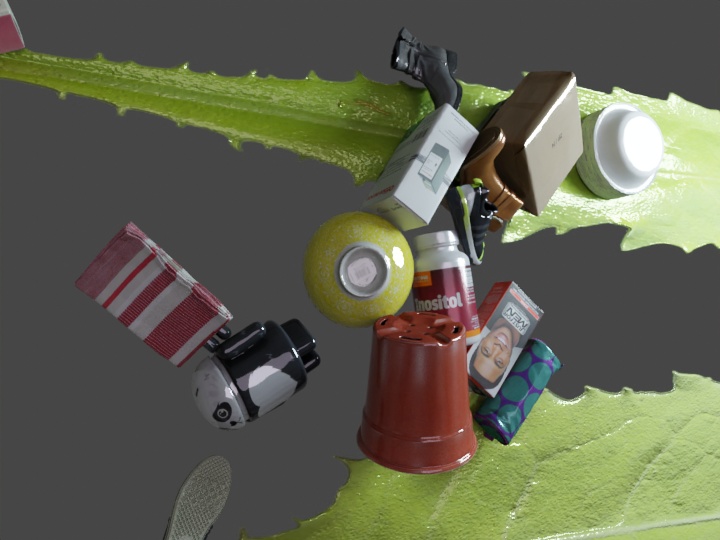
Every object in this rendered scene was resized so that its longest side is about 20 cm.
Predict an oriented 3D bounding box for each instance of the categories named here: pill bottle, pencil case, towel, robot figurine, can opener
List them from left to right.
[{"bbox_3d":[-0.304,0.044,0.815,0.144,0.023,0.200,-39,106,22],"label":"towel"},{"bbox_3d":[-0.282,0.047,0.846,0.200,0.067,0.053,43,72,-10],"label":"can opener"},{"bbox_3d":[-0.160,0.158,0.856,0.198,0.124,0.152,-29,97,-22],"label":"robot figurine"},{"bbox_3d":[0.148,0.035,1.002,0.111,0.113,0.203,-8,88,-23],"label":"pill bottle"},{"bbox_3d":[0.301,0.231,1.063,0.085,0.093,0.200,35,71,19],"label":"pencil case"}]

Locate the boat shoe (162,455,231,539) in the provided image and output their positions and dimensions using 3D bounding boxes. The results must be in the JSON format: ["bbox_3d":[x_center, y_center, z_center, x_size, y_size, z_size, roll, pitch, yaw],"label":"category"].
[{"bbox_3d":[-0.255,0.379,0.834,0.074,0.062,0.202,25,61,-14],"label":"boat shoe"}]

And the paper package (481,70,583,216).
[{"bbox_3d":[0.335,-0.242,1.069,0.201,0.103,0.191,-51,136,-20],"label":"paper package"}]

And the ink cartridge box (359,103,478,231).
[{"bbox_3d":[0.100,-0.172,0.982,0.084,0.146,0.202,35,74,-17],"label":"ink cartridge box"}]

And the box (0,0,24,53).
[{"bbox_3d":[-0.581,-0.351,0.734,0.198,0.109,0.129,-25,95,-22],"label":"box"}]

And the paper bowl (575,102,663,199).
[{"bbox_3d":[0.574,-0.263,1.210,0.198,0.104,0.204,2,86,-23],"label":"paper bowl"}]

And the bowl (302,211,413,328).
[{"bbox_3d":[0.000,0.000,0.917,0.197,0.108,0.204,0,92,-5],"label":"bowl"}]

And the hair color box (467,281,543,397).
[{"bbox_3d":[0.258,0.130,1.067,0.101,0.061,0.201,41,73,-15],"label":"hair color box"}]

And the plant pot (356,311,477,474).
[{"bbox_3d":[0.092,0.181,0.890,0.198,0.200,0.198,-6,106,-23],"label":"plant pot"}]

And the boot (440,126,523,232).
[{"bbox_3d":[0.241,-0.161,1.020,0.153,0.200,0.074,29,53,-12],"label":"boot"}]

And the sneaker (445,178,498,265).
[{"bbox_3d":[0.215,-0.083,1.006,0.082,0.201,0.072,-22,51,5],"label":"sneaker"}]

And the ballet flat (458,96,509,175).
[{"bbox_3d":[0.257,-0.268,1.099,0.067,0.064,0.201,39,73,-12],"label":"ballet flat"}]

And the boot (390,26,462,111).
[{"bbox_3d":[0.114,-0.357,1.028,0.130,0.070,0.202,16,49,-19],"label":"boot"}]
